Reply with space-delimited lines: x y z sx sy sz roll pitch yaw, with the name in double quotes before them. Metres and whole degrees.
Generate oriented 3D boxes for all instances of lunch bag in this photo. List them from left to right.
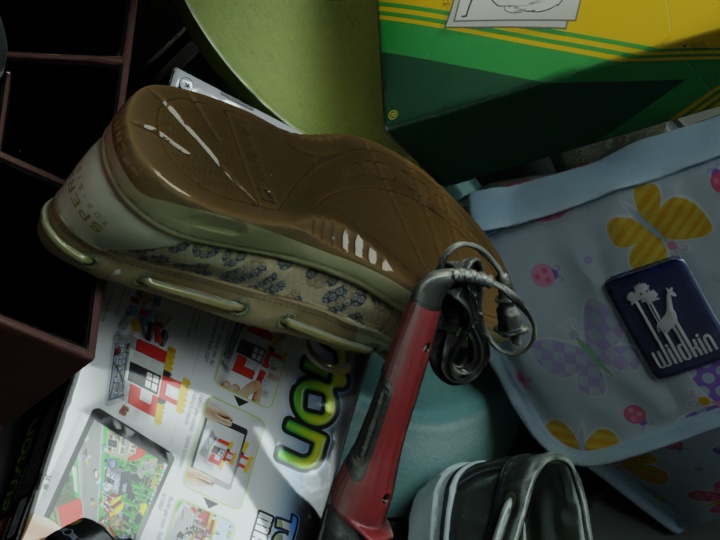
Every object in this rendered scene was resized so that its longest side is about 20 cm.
"lunch bag" 0.147 0.012 1.180 0.200 0.170 0.127 40 40 -46

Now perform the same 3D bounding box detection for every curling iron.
"curling iron" 0.010 0.084 1.051 0.050 0.200 0.026 17 14 -22

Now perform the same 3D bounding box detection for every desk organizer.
"desk organizer" -0.133 -0.045 1.070 0.072 0.077 0.200 25 51 -28

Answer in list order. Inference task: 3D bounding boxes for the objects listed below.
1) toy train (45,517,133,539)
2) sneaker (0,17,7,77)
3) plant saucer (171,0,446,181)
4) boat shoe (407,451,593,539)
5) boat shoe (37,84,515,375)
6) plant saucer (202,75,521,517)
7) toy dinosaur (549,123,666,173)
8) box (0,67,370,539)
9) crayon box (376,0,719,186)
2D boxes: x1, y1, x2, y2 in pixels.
"toy train" -0.046 0.166 1.022 0.046 0.034 0.200 -42 106 -25
"sneaker" -0.190 -0.139 1.039 0.075 0.079 0.200 -26 61 -29
"plant saucer" -0.010 -0.121 1.194 0.200 0.031 0.200 21 54 -32
"boat shoe" 0.058 0.161 1.109 0.072 0.071 0.200 10 65 -38
"boat shoe" -0.024 -0.009 1.058 0.200 0.063 0.073 23 39 -39
"plant saucer" 0.000 0.000 1.190 0.200 0.036 0.200 21 53 -31
"toy dinosaur" 0.107 -0.085 1.265 0.077 0.200 0.102 32 24 30
"box" -0.056 0.037 1.083 0.110 0.035 0.200 27 61 -20
"crayon box" 0.092 -0.150 1.150 0.058 0.173 0.200 40 40 -52
